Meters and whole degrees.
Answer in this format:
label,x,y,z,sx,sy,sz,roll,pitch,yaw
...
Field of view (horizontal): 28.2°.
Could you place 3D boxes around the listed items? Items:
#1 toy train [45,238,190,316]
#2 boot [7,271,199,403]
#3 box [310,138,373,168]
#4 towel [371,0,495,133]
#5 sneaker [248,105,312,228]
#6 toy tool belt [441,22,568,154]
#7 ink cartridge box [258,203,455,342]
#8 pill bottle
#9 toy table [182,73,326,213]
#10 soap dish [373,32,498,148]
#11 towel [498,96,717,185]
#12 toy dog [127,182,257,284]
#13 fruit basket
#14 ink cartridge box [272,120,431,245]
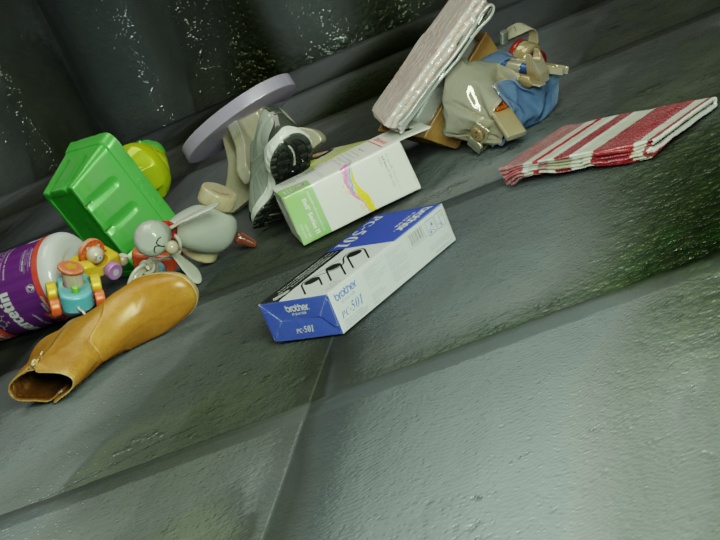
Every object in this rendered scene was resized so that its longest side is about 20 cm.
label,x,y,z,sx,sy,sz,roll,pitch,yaw
toy train,-0.311,-0.003,1.805,0.149,0.056,0.200,8,29,20
boot,-0.275,0.080,1.537,0.200,0.071,0.144,-22,20,24
box,-0.033,-0.134,1.929,0.199,0.050,0.075,-7,21,48
towel,0.088,-0.262,1.779,0.201,0.032,0.191,-53,12,8
sneaker,-0.108,-0.128,1.826,0.073,0.080,0.201,-17,-32,-25
toy tool belt,0.198,-0.219,1.770,0.122,0.126,0.200,23,44,33
ink cartridge box,0.000,0.000,1.391,0.093,0.045,0.200,-9,20,42
pill bottle,-0.452,0.027,1.905,0.199,0.113,0.113,-18,15,27
toy table,-0.151,-0.179,2.066,0.200,0.118,0.183,-38,-9,34
soap dish,0.106,-0.239,1.908,0.158,0.081,0.200,-59,19,-2
towel,0.261,-0.137,1.512,0.199,0.023,0.144,-7,20,45
toy dog,-0.196,-0.037,1.766,0.096,0.133,0.200,23,38,15
fruit basket,-0.320,-0.115,2.018,0.215,0.217,0.155,-34,17,-34
ink cartridge box,-0.001,-0.109,1.744,0.199,0.068,0.117,-26,13,-5
